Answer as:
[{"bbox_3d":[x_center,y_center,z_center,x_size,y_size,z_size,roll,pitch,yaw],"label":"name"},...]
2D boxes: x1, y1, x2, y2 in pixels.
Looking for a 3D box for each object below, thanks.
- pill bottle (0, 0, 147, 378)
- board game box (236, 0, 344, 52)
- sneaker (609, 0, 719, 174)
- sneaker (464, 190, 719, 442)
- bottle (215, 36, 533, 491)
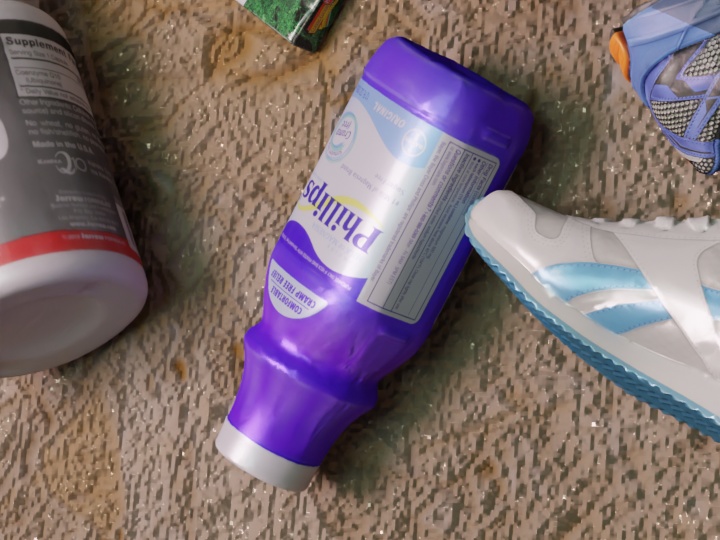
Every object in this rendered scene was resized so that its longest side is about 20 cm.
[{"bbox_3d":[-0.184,-0.059,1.154,0.114,0.114,0.201,-31,66,25],"label":"pill bottle"},{"bbox_3d":[-0.008,-0.214,1.122,0.105,0.023,0.200,38,103,30],"label":"board game box"},{"bbox_3d":[0.197,-0.100,0.944,0.200,0.075,0.079,-28,76,35],"label":"sneaker"},{"bbox_3d":[0.130,0.012,0.966,0.200,0.077,0.081,31,85,31],"label":"sneaker"},{"bbox_3d":[0.000,0.000,1.048,0.084,0.065,0.200,39,104,50],"label":"bottle"}]
